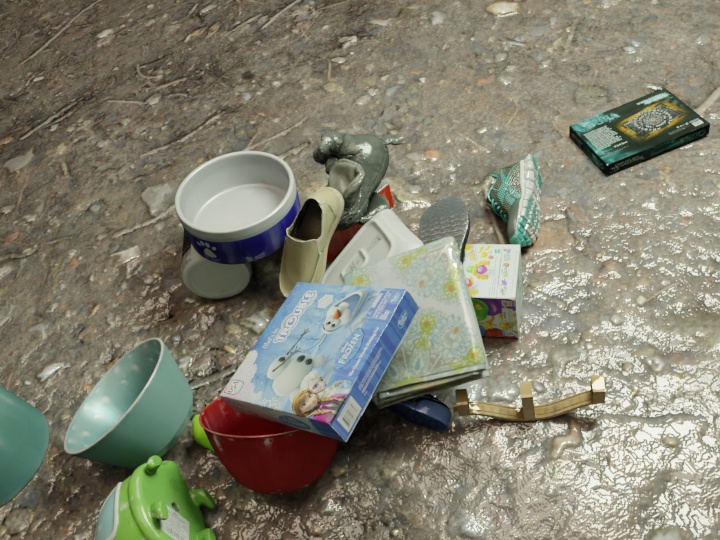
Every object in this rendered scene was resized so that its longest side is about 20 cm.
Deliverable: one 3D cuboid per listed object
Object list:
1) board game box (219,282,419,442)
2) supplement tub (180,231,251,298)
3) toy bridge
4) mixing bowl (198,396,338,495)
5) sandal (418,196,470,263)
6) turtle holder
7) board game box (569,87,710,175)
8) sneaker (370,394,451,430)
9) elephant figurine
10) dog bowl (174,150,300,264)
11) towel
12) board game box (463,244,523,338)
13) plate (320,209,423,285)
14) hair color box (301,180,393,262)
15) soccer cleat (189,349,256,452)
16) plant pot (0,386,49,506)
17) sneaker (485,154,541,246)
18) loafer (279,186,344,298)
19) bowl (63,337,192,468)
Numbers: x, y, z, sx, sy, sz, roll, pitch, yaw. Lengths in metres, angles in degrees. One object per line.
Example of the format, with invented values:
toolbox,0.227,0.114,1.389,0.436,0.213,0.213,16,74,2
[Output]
board game box,-0.053,0.105,0.863,0.199,0.043,0.200,2,48,41
supplement tub,-0.260,-0.058,1.232,0.122,0.123,0.200,-14,47,5
toy bridge,0.224,0.177,0.911,0.199,0.067,0.027,-8,48,12
mixing bowl,-0.109,0.230,0.915,0.200,0.109,0.200,-7,11,1
sandal,0.124,-0.018,0.995,0.076,0.043,0.201,-3,61,16
turtle holder,-0.286,0.325,0.893,0.132,0.141,0.186,-39,55,3
board game box,0.504,-0.256,1.234,0.200,0.028,0.135,-22,47,-1
sneaker,0.051,0.161,0.978,0.200,0.070,0.078,19,64,31
elephant figurine,-0.018,-0.128,1.154,0.141,0.155,0.200,12,60,-20
dog bowl,-0.201,-0.107,1.130,0.200,0.079,0.200,-5,47,6
towel,0.072,0.071,0.921,0.171,0.048,0.200,-18,71,16
board game box,0.144,0.030,1.042,0.199,0.103,0.105,2,51,18
plate,0.000,0.000,1.061,0.200,0.032,0.200,-50,24,9
hair color box,-0.044,-0.101,1.244,0.200,0.061,0.101,-41,52,-20
soccer cleat,-0.171,0.190,1.033,0.081,0.068,0.200,30,67,21
plant pot,-0.617,0.253,1.042,0.200,0.161,0.201,-9,47,9
sneaker,0.260,-0.112,1.167,0.091,0.078,0.200,-11,42,29
loafer,-0.091,-0.041,1.087,0.076,0.068,0.200,23,102,27
bowl,-0.326,0.209,1.001,0.201,0.105,0.201,-34,28,21
